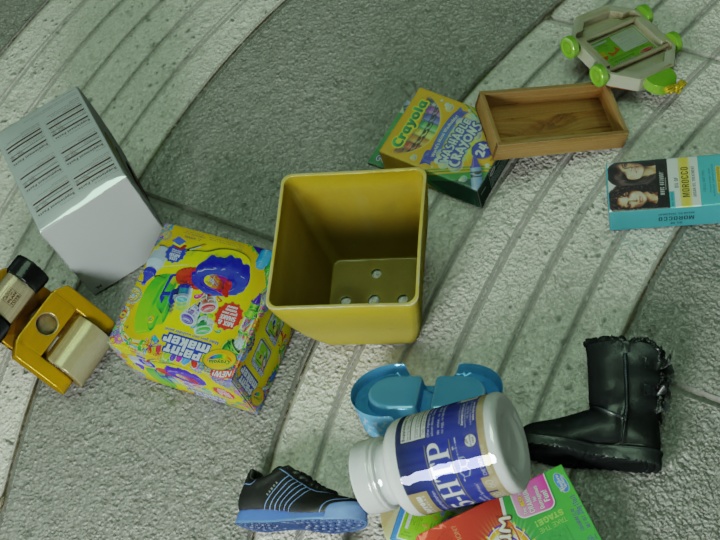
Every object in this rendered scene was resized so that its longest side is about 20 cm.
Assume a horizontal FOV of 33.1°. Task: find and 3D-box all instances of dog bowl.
[{"bbox_3d":[0.086,0.172,1.556,0.197,0.050,0.112,-1,32,13],"label":"dog bowl"}]

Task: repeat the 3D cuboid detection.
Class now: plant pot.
[{"bbox_3d":[0.000,0.000,1.622,0.197,0.177,0.203,-2,60,13],"label":"plant pot"}]

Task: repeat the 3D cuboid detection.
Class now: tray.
[{"bbox_3d":[0.270,-0.213,1.717,0.197,0.037,0.100,-6,57,-14],"label":"tray"}]

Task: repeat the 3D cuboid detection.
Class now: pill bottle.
[{"bbox_3d":[0.092,0.226,1.449,0.198,0.120,0.121,-19,56,23],"label":"pill bottle"}]

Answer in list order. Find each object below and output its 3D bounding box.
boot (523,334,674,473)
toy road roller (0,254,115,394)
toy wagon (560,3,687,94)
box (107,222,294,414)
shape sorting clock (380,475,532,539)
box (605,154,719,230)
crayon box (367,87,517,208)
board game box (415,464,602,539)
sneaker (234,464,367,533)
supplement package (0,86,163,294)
[{"bbox_3d":[0.294,0.162,1.516,0.195,0.074,0.165,4,64,9],"label":"boot"},{"bbox_3d":[-0.464,0.080,1.750,0.199,0.146,0.124,38,71,-10],"label":"toy road roller"},{"bbox_3d":[0.392,-0.311,1.757,0.154,0.040,0.201,-24,57,-20],"label":"toy wagon"},{"bbox_3d":[-0.205,0.066,1.672,0.197,0.122,0.195,13,66,21],"label":"box"},{"bbox_3d":[0.121,0.291,1.506,0.197,0.039,0.203,-7,59,12],"label":"shape sorting clock"},{"bbox_3d":[0.434,-0.108,1.644,0.197,0.049,0.083,-4,60,12],"label":"box"},{"bbox_3d":[0.117,-0.186,1.770,0.198,0.052,0.127,23,69,25],"label":"crayon box"},{"bbox_3d":[0.184,0.341,1.425,0.198,0.040,0.154,-23,69,-12],"label":"board game box"},{"bbox_3d":[-0.074,0.284,1.522,0.197,0.070,0.079,-7,62,32],"label":"sneaker"},{"bbox_3d":[-0.404,-0.116,1.783,0.146,0.192,0.201,-32,59,-4],"label":"supplement package"}]
